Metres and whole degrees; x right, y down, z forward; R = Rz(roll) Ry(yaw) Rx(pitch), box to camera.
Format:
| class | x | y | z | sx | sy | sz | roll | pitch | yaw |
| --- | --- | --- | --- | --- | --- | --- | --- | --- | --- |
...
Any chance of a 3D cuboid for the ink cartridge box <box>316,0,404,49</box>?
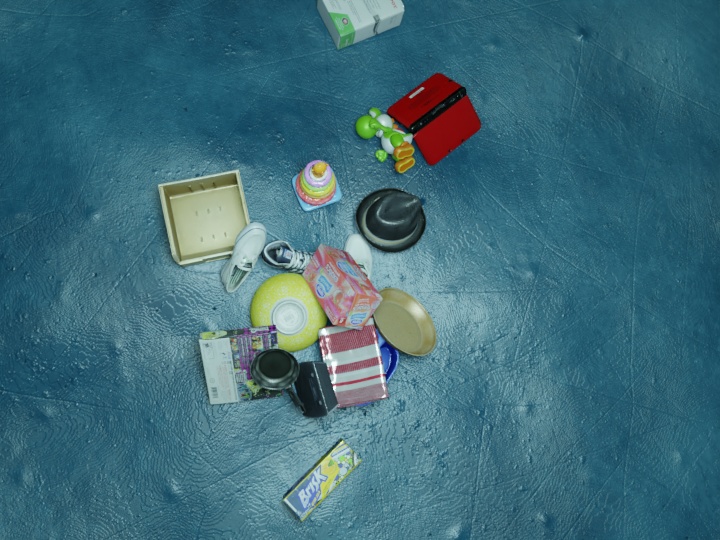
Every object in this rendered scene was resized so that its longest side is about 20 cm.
| class | x | y | z | sx | sy | sz | roll | pitch | yaw |
| --- | --- | --- | --- | --- | --- | --- | --- | --- | --- |
| ink cartridge box | 0.000 | -0.722 | 1.730 | 0.200 | 0.084 | 0.146 | -24 | 84 | -10 |

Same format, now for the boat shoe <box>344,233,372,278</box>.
| class | x | y | z | sx | sy | sz | roll | pitch | yaw |
| --- | --- | --- | --- | --- | --- | --- | --- | --- | --- |
| boat shoe | 0.000 | 0.000 | 1.609 | 0.073 | 0.067 | 0.201 | -5 | 81 | -7 |

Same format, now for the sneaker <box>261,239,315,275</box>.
| class | x | y | z | sx | sy | sz | roll | pitch | yaw |
| --- | --- | --- | --- | --- | --- | --- | --- | --- | --- |
| sneaker | -0.154 | -0.027 | 1.582 | 0.199 | 0.109 | 0.070 | 11 | 80 | -5 |

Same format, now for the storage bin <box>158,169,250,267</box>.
| class | x | y | z | sx | sy | sz | roll | pitch | yaw |
| --- | --- | --- | --- | --- | --- | --- | --- | --- | --- |
| storage bin | -0.383 | -0.128 | 1.582 | 0.199 | 0.094 | 0.199 | -12 | 82 | -9 |

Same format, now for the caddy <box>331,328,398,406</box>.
| class | x | y | z | sx | sy | sz | roll | pitch | yaw |
| --- | --- | --- | --- | --- | --- | --- | --- | --- | --- |
| caddy | 0.007 | 0.239 | 1.556 | 0.141 | 0.105 | 0.200 | 33 | 79 | 1 |

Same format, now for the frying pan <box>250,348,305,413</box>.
| class | x | y | z | sx | sy | sz | roll | pitch | yaw |
| --- | --- | --- | --- | --- | --- | --- | --- | --- | --- |
| frying pan | -0.173 | 0.251 | 1.489 | 0.190 | 0.031 | 0.115 | 37 | 106 | -20 |

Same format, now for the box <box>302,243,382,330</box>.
| class | x | y | z | sx | sy | sz | roll | pitch | yaw |
| --- | --- | --- | --- | --- | --- | --- | --- | --- | --- |
| box | -0.048 | 0.039 | 1.512 | 0.095 | 0.200 | 0.103 | 15 | 118 | -39 |

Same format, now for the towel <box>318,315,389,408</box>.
| class | x | y | z | sx | sy | sz | roll | pitch | yaw |
| --- | --- | --- | --- | --- | --- | --- | --- | --- | --- |
| towel | -0.019 | 0.220 | 1.502 | 0.144 | 0.023 | 0.201 | -14 | 75 | 10 |

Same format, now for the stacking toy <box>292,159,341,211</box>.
| class | x | y | z | sx | sy | sz | roll | pitch | yaw |
| --- | --- | --- | --- | --- | --- | --- | --- | --- | --- |
| stacking toy | -0.108 | -0.234 | 1.576 | 0.116 | 0.200 | 0.110 | -20 | 83 | -9 |

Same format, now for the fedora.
| class | x | y | z | sx | sy | sz | roll | pitch | yaw |
| --- | --- | --- | --- | --- | --- | --- | --- | --- | --- |
| fedora | 0.090 | -0.144 | 1.618 | 0.200 | 0.092 | 0.201 | 5 | 70 | -15 |

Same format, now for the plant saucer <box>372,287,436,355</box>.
| class | x | y | z | sx | sy | sz | roll | pitch | yaw |
| --- | --- | --- | --- | --- | --- | --- | --- | --- | --- |
| plant saucer | 0.103 | 0.135 | 1.578 | 0.200 | 0.035 | 0.201 | 24 | 41 | -23 |

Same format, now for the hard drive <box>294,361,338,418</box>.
| class | x | y | z | sx | sy | sz | roll | pitch | yaw |
| --- | --- | --- | --- | --- | --- | --- | --- | --- | --- |
| hard drive | -0.111 | 0.281 | 1.494 | 0.042 | 0.200 | 0.135 | -14 | 82 | -24 |

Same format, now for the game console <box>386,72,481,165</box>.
| class | x | y | z | sx | sy | sz | roll | pitch | yaw |
| --- | --- | --- | --- | --- | --- | --- | --- | --- | --- |
| game console | 0.204 | -0.421 | 1.737 | 0.200 | 0.119 | 0.172 | -38 | 55 | -11 |

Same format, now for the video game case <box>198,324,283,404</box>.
| class | x | y | z | sx | sy | sz | roll | pitch | yaw |
| --- | --- | --- | --- | --- | --- | --- | --- | --- | --- |
| video game case | -0.283 | 0.228 | 1.504 | 0.181 | 0.036 | 0.200 | -6 | 121 | -7 |

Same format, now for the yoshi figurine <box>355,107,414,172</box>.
| class | x | y | z | sx | sy | sz | roll | pitch | yaw |
| --- | --- | --- | --- | --- | --- | --- | --- | --- | --- |
| yoshi figurine | 0.055 | -0.348 | 1.658 | 0.112 | 0.112 | 0.200 | -49 | 57 | 26 |

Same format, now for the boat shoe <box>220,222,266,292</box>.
| class | x | y | z | sx | sy | sz | roll | pitch | yaw |
| --- | --- | --- | --- | --- | --- | --- | --- | --- | --- |
| boat shoe | -0.280 | -0.026 | 1.537 | 0.073 | 0.200 | 0.067 | 8 | 42 | -32 |

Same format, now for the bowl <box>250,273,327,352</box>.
| class | x | y | z | sx | sy | sz | roll | pitch | yaw |
| --- | --- | --- | --- | --- | --- | --- | --- | --- | --- |
| bowl | -0.175 | 0.109 | 1.539 | 0.200 | 0.108 | 0.201 | 0 | 93 | -6 |

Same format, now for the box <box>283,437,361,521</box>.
| class | x | y | z | sx | sy | sz | roll | pitch | yaw |
| --- | --- | --- | --- | --- | --- | --- | --- | --- | --- |
| box | -0.094 | 0.504 | 1.522 | 0.200 | 0.064 | 0.070 | -43 | 88 | -12 |
